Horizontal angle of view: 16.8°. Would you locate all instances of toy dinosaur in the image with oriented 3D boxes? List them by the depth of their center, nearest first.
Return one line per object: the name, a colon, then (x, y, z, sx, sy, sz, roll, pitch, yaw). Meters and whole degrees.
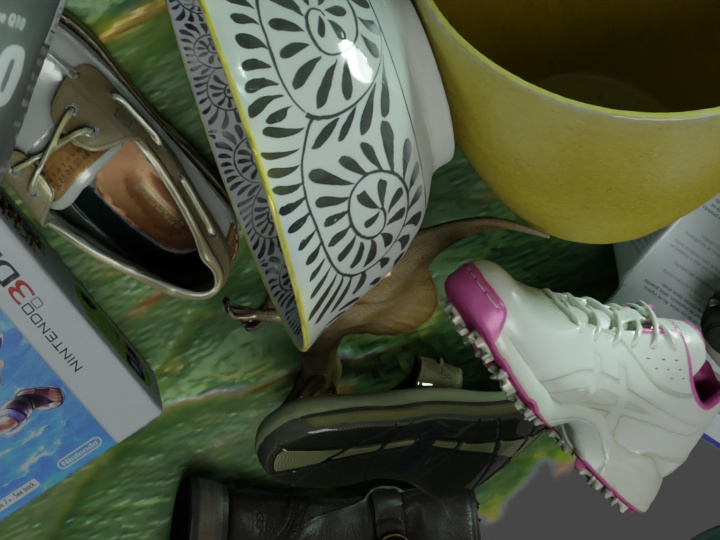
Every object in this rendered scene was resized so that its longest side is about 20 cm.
toy dinosaur: (0.000, 0.000, 1.188, 0.101, 0.059, 0.200, 24, 136, -24)

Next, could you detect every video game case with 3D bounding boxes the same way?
video game case: (-0.227, 0.053, 1.173, 0.199, 0.046, 0.182, -34, 120, 6)

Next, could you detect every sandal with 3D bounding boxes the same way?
sandal: (0.027, 0.069, 1.218, 0.200, 0.058, 0.080, 8, 138, -46)

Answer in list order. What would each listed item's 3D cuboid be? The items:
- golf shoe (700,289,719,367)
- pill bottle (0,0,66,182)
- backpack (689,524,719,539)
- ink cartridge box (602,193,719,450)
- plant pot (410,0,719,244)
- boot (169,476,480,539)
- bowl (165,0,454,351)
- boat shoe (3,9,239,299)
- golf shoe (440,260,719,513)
golf shoe: (0.238, 0.082, 1.251, 0.199, 0.077, 0.088, 31, 118, -27)
pill bottle: (-0.181, -0.119, 1.020, 0.113, 0.114, 0.201, 19, 92, -23)
backpack: (0.225, 0.224, 1.317, 0.199, 0.153, 0.177, 0, 124, -44)
ink cartridge box: (0.231, 0.003, 1.268, 0.196, 0.043, 0.200, 32, 109, -29)
plant pot: (0.112, -0.096, 1.112, 0.198, 0.201, 0.142, -7, 142, -11)
boot: (-0.013, 0.195, 1.258, 0.173, 0.069, 0.202, 6, 82, -15)
bowl: (-0.017, -0.075, 1.068, 0.094, 0.201, 0.202, -20, 122, -7)
boat shoe: (-0.131, -0.060, 1.119, 0.200, 0.069, 0.075, 36, 107, -25)
golf shoe: (0.109, 0.038, 1.162, 0.091, 0.075, 0.200, -41, 139, 5)
